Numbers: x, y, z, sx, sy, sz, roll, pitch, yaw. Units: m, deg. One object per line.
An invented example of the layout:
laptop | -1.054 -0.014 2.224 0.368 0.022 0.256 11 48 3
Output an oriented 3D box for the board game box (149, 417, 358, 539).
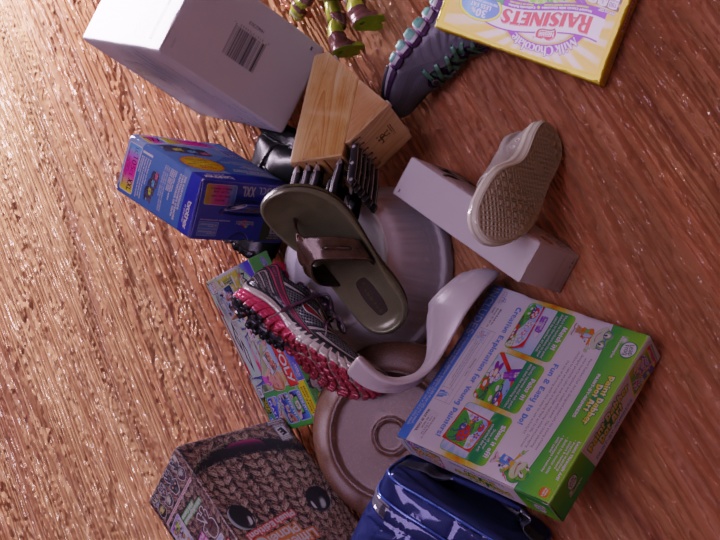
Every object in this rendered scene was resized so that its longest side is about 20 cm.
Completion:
board game box | -0.111 0.284 1.572 0.200 0.159 0.097 50 131 27

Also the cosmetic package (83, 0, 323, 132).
cosmetic package | -0.192 -0.274 1.698 0.200 0.199 0.123 20 82 52

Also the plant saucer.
plant saucer | 0.037 0.177 1.519 0.199 0.037 0.202 0 90 17

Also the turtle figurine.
turtle figurine | -0.025 -0.349 1.689 0.200 0.064 0.162 -38 60 30

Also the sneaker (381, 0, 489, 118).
sneaker | 0.099 -0.248 1.565 0.087 0.074 0.201 39 107 32

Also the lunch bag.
lunch bag | 0.098 0.276 1.414 0.199 0.136 0.133 27 103 12

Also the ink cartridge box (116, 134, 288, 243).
ink cartridge box | -0.172 -0.090 1.639 0.200 0.136 0.077 33 113 44

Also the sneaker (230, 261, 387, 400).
sneaker | -0.047 0.063 1.505 0.200 0.081 0.075 38 69 18

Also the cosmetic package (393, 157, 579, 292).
cosmetic package | 0.132 -0.051 1.495 0.200 0.082 0.051 38 107 37

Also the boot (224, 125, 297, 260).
boot | -0.093 -0.083 1.699 0.198 0.073 0.163 35 103 46

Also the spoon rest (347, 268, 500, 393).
spoon rest | 0.077 0.065 1.467 0.061 0.200 0.099 49 152 9

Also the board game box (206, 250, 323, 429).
board game box | -0.103 0.086 1.627 0.134 0.029 0.201 -24 91 61

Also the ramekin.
ramekin | 0.000 0.000 1.591 0.202 0.094 0.204 -7 79 40

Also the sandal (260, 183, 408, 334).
sandal | -0.024 -0.011 1.469 0.080 0.057 0.201 -39 99 26

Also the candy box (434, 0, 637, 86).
candy box | 0.184 -0.275 1.489 0.199 0.026 0.103 23 101 23

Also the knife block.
knife block | -0.041 -0.130 1.562 0.175 0.064 0.200 -42 47 -1

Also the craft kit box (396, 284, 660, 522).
craft kit box | 0.167 0.126 1.405 0.197 0.049 0.200 18 66 43

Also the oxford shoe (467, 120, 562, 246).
oxford shoe | 0.150 -0.085 1.435 0.058 0.200 0.075 -16 116 37
